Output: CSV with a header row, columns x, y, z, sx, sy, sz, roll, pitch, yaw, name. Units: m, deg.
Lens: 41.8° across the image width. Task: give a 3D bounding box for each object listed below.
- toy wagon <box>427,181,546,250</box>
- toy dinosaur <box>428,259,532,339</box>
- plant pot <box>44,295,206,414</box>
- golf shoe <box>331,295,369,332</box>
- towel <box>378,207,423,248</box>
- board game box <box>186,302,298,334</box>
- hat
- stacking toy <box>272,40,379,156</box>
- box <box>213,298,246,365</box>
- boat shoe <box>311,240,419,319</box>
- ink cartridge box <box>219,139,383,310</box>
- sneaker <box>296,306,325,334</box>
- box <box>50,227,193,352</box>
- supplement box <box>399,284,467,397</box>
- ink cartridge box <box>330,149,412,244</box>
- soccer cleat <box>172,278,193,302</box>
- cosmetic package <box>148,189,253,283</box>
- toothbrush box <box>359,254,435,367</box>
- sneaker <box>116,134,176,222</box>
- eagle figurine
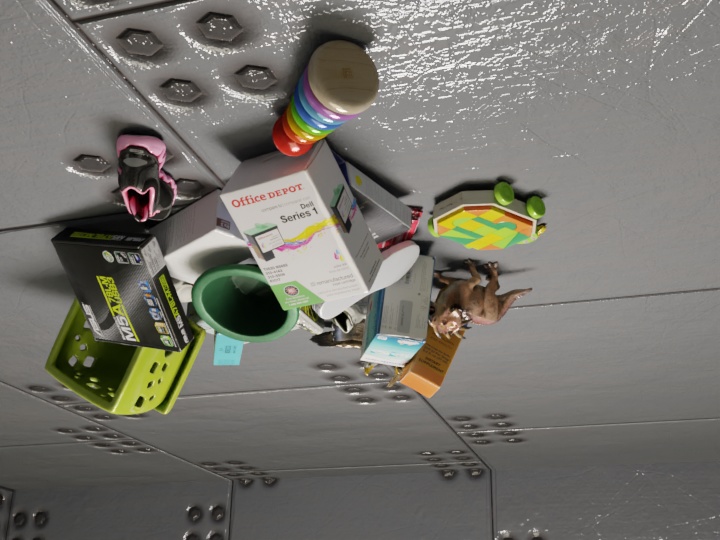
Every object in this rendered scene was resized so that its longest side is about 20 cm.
x,y,z,sx,sy,sz,roll,pitch,yaw,name
0.204,-0.071,1.419,0.199,0.040,0.155,18,152,-34,toy wagon
0.192,0.061,1.611,0.198,0.137,0.086,7,157,-15,toy dinosaur
-0.407,0.140,1.688,0.199,0.201,0.181,23,178,31,plant pot
-0.022,0.072,1.699,0.078,0.098,0.199,-15,154,31,golf shoe
-0.012,-0.065,1.467,0.197,0.023,0.145,4,158,-7,towel
-0.205,0.073,1.753,0.199,0.065,0.147,-16,153,38,board game box
-0.164,0.001,1.511,0.164,0.177,0.201,-16,132,22,hat
-0.056,-0.188,1.109,0.084,0.086,0.200,11,160,-23,stacking toy
-0.225,0.098,1.617,0.049,0.083,0.200,1,160,-10,box
0.000,0.000,1.471,0.199,0.068,0.072,-32,146,-18,boat shoe
-0.078,-0.059,1.280,0.143,0.084,0.201,-12,120,27,ink cartridge box
-0.110,0.045,1.632,0.074,0.085,0.200,17,164,35,sneaker
-0.376,0.030,1.496,0.191,0.048,0.202,4,125,28,box
0.140,0.117,1.658,0.066,0.201,0.069,27,151,-1,supplement box
-0.060,-0.080,1.359,0.196,0.047,0.199,-23,145,33,ink cartridge box
-0.279,0.018,1.632,0.198,0.070,0.077,-12,168,34,soccer cleat
-0.238,-0.048,1.454,0.101,0.075,0.199,21,149,-40,cosmetic package
0.060,0.068,1.593,0.084,0.148,0.200,9,163,-4,toothbrush box
-0.299,-0.104,1.295,0.078,0.097,0.200,0,159,-2,sneaker
0.020,0.141,1.866,0.199,0.151,0.152,36,105,-7,eagle figurine
